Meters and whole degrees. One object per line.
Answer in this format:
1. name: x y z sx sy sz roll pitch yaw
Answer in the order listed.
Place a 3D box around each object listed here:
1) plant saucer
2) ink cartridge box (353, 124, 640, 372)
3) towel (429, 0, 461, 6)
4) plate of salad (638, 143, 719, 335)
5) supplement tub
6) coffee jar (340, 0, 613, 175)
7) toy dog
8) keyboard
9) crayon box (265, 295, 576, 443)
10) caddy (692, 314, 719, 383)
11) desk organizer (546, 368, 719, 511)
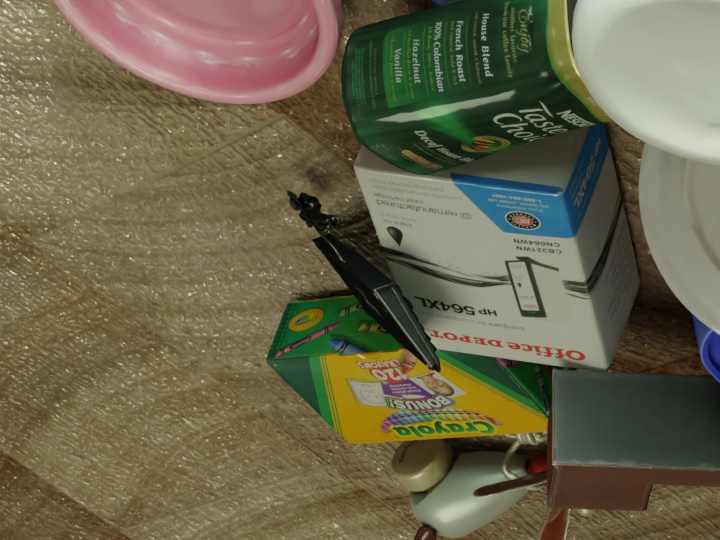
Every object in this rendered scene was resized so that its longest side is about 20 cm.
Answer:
1. plant saucer: -0.102 -0.186 1.433 0.200 0.051 0.201 16 147 11
2. ink cartridge box: 0.094 -0.027 1.520 0.146 0.084 0.200 7 145 22
3. towel: 0.066 -0.217 1.316 0.147 0.024 0.200 30 149 -17
4. plate of salad: 0.262 -0.048 1.335 0.199 0.201 0.048 10 -175 18
5. supplement tub: 0.196 -0.168 1.143 0.144 0.200 0.145 15 147 10
6. coffee jar: 0.095 -0.121 1.355 0.200 0.086 0.104 -14 157 34
7. toy dog: 0.105 0.184 1.815 0.132 0.096 0.200 35 146 -20
8. keyboard: 0.000 0.000 1.576 0.127 0.021 0.200 53 175 -16
9. crayon box: 0.045 0.070 1.715 0.200 0.058 0.119 -7 140 37
10. caddy: 0.283 0.014 1.450 0.141 0.105 0.200 -17 145 25
11. desk organizer: 0.226 0.119 1.558 0.199 0.072 0.077 2 150 0
